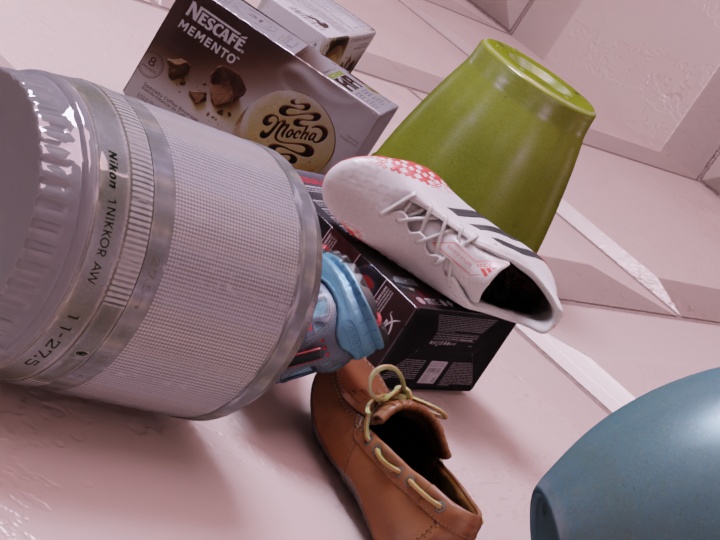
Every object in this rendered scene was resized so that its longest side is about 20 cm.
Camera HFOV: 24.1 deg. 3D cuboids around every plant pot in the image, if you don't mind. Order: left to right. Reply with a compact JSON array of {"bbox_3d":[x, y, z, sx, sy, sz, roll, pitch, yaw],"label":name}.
[{"bbox_3d":[0.120,-0.106,1.597,0.200,0.193,0.201,31,17,-10],"label":"plant pot"},{"bbox_3d":[0.175,0.163,0.998,0.134,0.201,0.200,-7,25,-6],"label":"plant pot"}]

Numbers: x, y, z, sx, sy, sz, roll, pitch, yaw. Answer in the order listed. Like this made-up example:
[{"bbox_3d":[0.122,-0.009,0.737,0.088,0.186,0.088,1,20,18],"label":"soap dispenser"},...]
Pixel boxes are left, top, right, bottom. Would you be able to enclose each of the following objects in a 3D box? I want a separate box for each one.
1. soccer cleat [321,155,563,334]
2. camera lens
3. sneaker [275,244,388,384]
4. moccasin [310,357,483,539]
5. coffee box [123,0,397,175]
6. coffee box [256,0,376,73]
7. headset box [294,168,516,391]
[{"bbox_3d":[0.062,-0.018,1.196,0.199,0.069,0.085,31,13,-22],"label":"soccer cleat"},{"bbox_3d":[-0.132,-0.011,0.899,0.199,0.160,0.160,18,22,-43],"label":"camera lens"},{"bbox_3d":[-0.066,0.021,1.075,0.200,0.095,0.080,17,-48,64],"label":"sneaker"},{"bbox_3d":[0.022,0.105,1.010,0.073,0.078,0.202,26,18,-24],"label":"moccasin"},{"bbox_3d":[-0.085,-0.147,1.438,0.200,0.113,0.080,35,16,4],"label":"coffee box"},{"bbox_3d":[-0.065,-0.211,1.686,0.080,0.113,0.200,35,15,6],"label":"coffee box"},{"bbox_3d":[0.000,0.000,1.273,0.200,0.075,0.148,44,20,31],"label":"headset box"}]
